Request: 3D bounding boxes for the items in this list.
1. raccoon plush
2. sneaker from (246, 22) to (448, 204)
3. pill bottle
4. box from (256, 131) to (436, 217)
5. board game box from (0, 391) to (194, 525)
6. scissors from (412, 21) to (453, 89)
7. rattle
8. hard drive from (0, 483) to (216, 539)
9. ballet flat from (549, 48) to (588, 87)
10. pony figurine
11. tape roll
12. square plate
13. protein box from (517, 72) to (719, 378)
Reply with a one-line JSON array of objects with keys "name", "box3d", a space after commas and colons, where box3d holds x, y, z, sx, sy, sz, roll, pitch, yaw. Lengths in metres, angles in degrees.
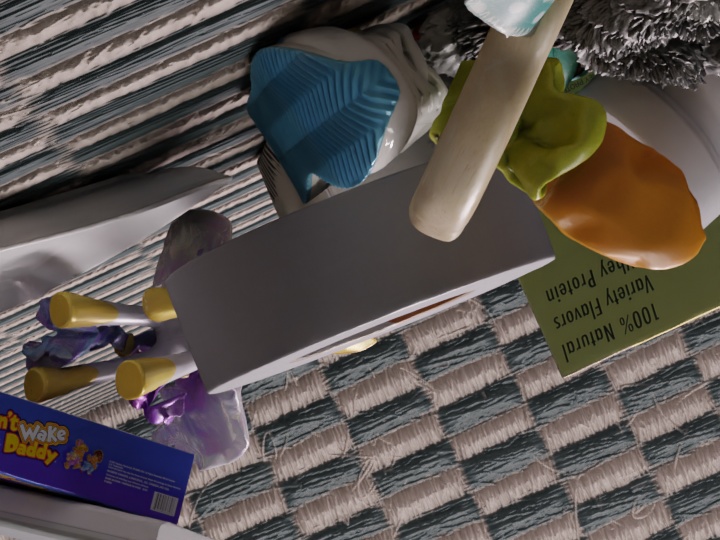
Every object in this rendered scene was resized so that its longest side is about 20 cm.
[{"name": "raccoon plush", "box3d": [0.111, -0.126, 1.016, 0.199, 0.097, 0.134, -25, 169, 15]}, {"name": "sneaker", "box3d": [-0.001, -0.084, 1.028, 0.080, 0.077, 0.200, -32, -176, -8]}, {"name": "pill bottle", "box3d": [0.208, -0.117, 1.134, 0.200, 0.116, 0.116, -43, 180, -10]}, {"name": "box", "box3d": [-0.005, -0.064, 1.261, 0.082, 0.069, 0.200, -24, 176, -11]}, {"name": "board game box", "box3d": [-0.218, 0.101, 1.312, 0.199, 0.045, 0.134, 22, 167, -33]}, {"name": "scissors", "box3d": [0.068, -0.085, 1.200, 0.014, 0.073, 0.200, -56, 164, -6]}, {"name": "rattle", "box3d": [0.100, -0.073, 0.933, 0.130, 0.143, 0.200, -45, 170, -34]}, {"name": "hard drive", "box3d": [-0.178, 0.156, 1.345, 0.199, 0.026, 0.132, 8, 168, 26]}, {"name": "ballet flat", "box3d": [0.084, -0.118, 1.198, 0.070, 0.068, 0.200, 12, 172, -1]}, {"name": "pony figurine", "box3d": [-0.102, 0.043, 1.340, 0.199, 0.168, 0.192, -5, 179, -41]}, {"name": "tape roll", "box3d": [0.000, 0.000, 1.161, 0.199, 0.067, 0.200, -21, 176, -2]}, {"name": "square plate", "box3d": [-0.196, -0.002, 1.185, 0.199, 0.029, 0.197, -28, 175, 42]}, {"name": "protein box", "box3d": [0.182, -0.072, 1.342, 0.198, 0.201, 0.135, -26, 176, 20]}]
